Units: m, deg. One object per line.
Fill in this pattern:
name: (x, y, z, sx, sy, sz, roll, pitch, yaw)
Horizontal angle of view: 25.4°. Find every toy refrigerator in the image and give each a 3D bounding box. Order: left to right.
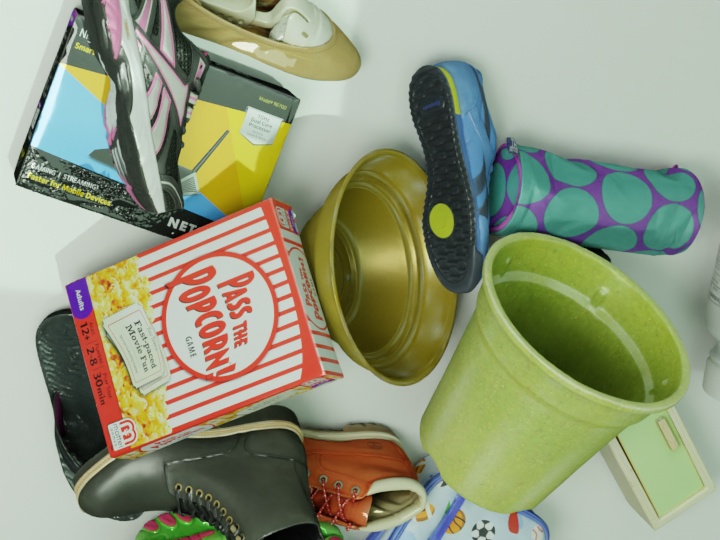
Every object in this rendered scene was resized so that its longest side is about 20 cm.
toy refrigerator: (0.261, 0.145, 1.527, 0.076, 0.070, 0.201, -32, 113, -5)

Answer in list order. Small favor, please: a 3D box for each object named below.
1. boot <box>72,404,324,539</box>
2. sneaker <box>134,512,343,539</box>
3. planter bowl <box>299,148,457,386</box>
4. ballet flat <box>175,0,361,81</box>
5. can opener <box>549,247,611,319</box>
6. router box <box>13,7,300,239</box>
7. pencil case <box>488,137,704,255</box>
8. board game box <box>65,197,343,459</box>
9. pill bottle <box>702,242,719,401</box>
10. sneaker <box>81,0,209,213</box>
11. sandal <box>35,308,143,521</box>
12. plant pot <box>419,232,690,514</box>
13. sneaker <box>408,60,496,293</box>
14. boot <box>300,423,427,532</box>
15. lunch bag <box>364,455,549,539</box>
boot: (-0.133, 0.195, 1.322, 0.198, 0.139, 0.078, -19, 134, -4)
sneaker: (-0.110, 0.258, 1.459, 0.198, 0.077, 0.084, -2, 126, -14)
planter bowl: (0.000, 0.000, 1.373, 0.200, 0.083, 0.202, 11, 77, -55)
ballet flat: (-0.082, -0.207, 1.306, 0.198, 0.069, 0.063, 14, 141, -19)
can opener: (0.163, 0.058, 1.479, 0.200, 0.063, 0.078, -51, 141, 14)
router box: (-0.170, -0.111, 1.324, 0.199, 0.051, 0.150, 18, 100, -20)
pencil case: (0.206, -0.065, 1.435, 0.198, 0.093, 0.085, 8, 140, -20)
board game box: (-0.129, 0.049, 1.298, 0.199, 0.046, 0.153, -22, 76, 16)
pill bottle: (0.386, 0.026, 1.503, 0.113, 0.114, 0.202, 4, 106, -18)
sneaker: (-0.155, -0.142, 1.253, 0.086, 0.080, 0.202, -16, 114, -22)
sandal: (-0.237, 0.133, 1.375, 0.075, 0.048, 0.202, -13, 108, 8)
plant pot: (0.148, 0.103, 1.367, 0.199, 0.201, 0.185, 19, 125, -21)
sneaker: (0.095, -0.082, 1.384, 0.078, 0.066, 0.202, -5, 88, -44)
boot: (-0.039, 0.191, 1.419, 0.198, 0.107, 0.076, -5, 118, -21)
lunch bag: (0.072, 0.283, 1.513, 0.160, 0.076, 0.201, 31, 95, -21)
